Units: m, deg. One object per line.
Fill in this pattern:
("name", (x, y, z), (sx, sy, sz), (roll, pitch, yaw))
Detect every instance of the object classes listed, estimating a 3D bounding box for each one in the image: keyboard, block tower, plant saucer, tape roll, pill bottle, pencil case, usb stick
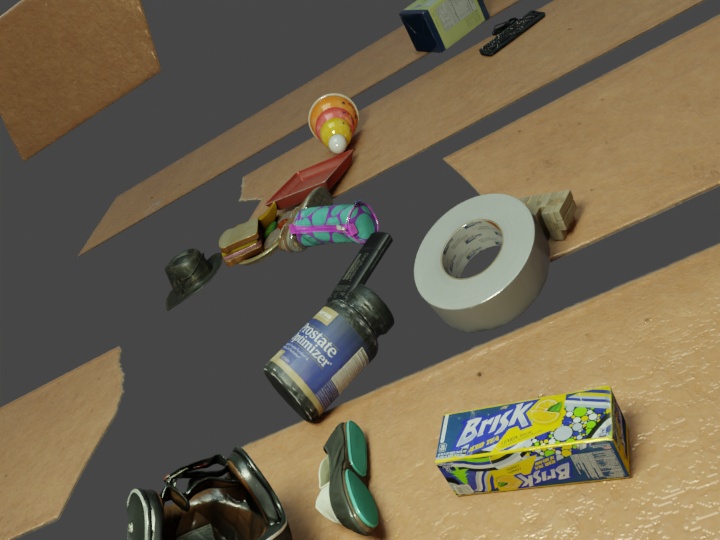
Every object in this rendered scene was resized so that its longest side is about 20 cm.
("keyboard", (0.402, -0.660, 1.869), (0.198, 0.040, 0.104), (-37, 28, -7))
("block tower", (0.247, -0.079, 1.100), (0.197, 0.055, 0.058), (-3, 39, 46))
("plant saucer", (-0.122, -0.224, 1.733), (0.196, 0.037, 0.201), (-17, 24, 32))
("tape roll", (0.177, -0.013, 1.008), (0.197, 0.066, 0.204), (-25, 44, 25))
("pill bottle", (-0.043, 0.120, 1.039), (0.200, 0.113, 0.111), (-44, 29, -19))
("pencil case", (-0.056, -0.095, 1.423), (0.091, 0.088, 0.197), (-18, 11, -41))
("usb stick", (0.000, 0.000, 1.271), (0.054, 0.033, 0.202), (0, 42, 37))

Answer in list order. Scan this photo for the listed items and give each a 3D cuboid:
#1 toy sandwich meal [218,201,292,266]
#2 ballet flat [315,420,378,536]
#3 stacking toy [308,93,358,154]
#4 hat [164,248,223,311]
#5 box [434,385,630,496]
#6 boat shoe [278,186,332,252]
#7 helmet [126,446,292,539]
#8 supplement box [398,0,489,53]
("toy sandwich meal", (-0.250, -0.090, 1.645), (0.201, 0.071, 0.207), (-26, 28, 15))
("ballet flat", (-0.019, 0.266, 0.842), (0.068, 0.068, 0.201), (-39, 16, 10))
("stacking toy", (-0.064, -0.369, 1.832), (0.143, 0.147, 0.202), (-27, 37, 12))
("hat", (-0.425, 0.003, 1.661), (0.198, 0.081, 0.202), (-35, 24, 17))
("box", (0.182, 0.187, 0.736), (0.196, 0.065, 0.071), (-17, 32, 30))
("boat shoe", (-0.130, -0.119, 1.559), (0.070, 0.077, 0.202), (-11, 34, 40))
("helmet", (-0.164, 0.321, 0.765), (0.198, 0.201, 0.192), (-34, 60, -3))
("supplement box", (0.261, -0.803, 2.145), (0.198, 0.136, 0.200), (-36, 27, -5))
